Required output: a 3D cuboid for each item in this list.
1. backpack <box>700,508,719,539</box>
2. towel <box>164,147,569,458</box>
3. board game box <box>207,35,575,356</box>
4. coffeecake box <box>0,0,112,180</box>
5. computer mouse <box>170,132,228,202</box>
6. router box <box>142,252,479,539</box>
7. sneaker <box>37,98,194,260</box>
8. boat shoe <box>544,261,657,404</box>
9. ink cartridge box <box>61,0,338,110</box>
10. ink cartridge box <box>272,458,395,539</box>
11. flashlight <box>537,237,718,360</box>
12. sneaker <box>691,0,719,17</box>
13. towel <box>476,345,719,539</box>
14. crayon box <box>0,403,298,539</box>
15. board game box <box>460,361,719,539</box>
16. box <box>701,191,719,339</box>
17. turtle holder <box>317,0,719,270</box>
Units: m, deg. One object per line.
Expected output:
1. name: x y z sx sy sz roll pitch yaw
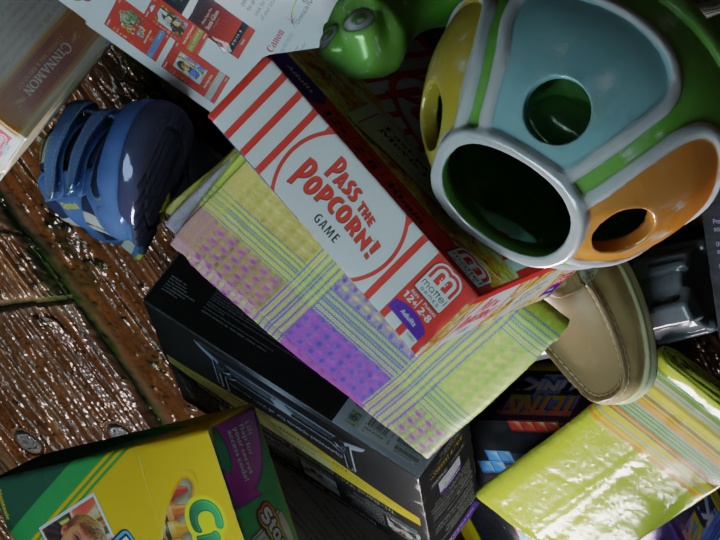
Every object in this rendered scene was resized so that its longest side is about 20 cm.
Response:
1. backpack: 0.271 0.180 1.474 0.154 0.200 0.191 17 152 48
2. towel: 0.000 0.000 1.433 0.200 0.023 0.144 41 130 -5
3. board game box: 0.027 -0.042 1.312 0.046 0.200 0.152 -44 81 21
4. coffeecake box: -0.237 -0.167 1.503 0.200 0.154 0.073 38 144 -5
5. computer mouse: -0.048 -0.004 1.576 0.200 0.046 0.140 50 158 1
6. router box: -0.026 0.079 1.588 0.200 0.052 0.157 32 162 17
7. sneaker: -0.144 -0.057 1.503 0.082 0.074 0.200 29 166 -2
8. boat shoe: 0.088 -0.012 1.439 0.074 0.066 0.200 -36 81 41
9. ink cartridge box: -0.062 -0.184 1.397 0.175 0.084 0.200 35 143 -3
10. ink cartridge box: -0.035 0.211 1.706 0.200 0.175 0.084 50 145 11
11. flashlight: 0.122 0.022 1.518 0.200 0.068 0.068 -16 157 40
12. sneaker: 0.136 -0.107 1.342 0.082 0.078 0.200 58 150 2
13. towel: 0.151 0.111 1.539 0.086 0.018 0.200 39 139 -7
14. crayon box: -0.112 0.196 1.599 0.172 0.058 0.200 -15 96 35
15. board game box: 0.137 0.146 1.646 0.165 0.057 0.200 0 131 39
16. box: 0.240 -0.016 1.336 0.143 0.036 0.201 -3 100 39
17. turtle holder: 0.085 -0.084 1.238 0.186 0.132 0.141 47 142 -9
